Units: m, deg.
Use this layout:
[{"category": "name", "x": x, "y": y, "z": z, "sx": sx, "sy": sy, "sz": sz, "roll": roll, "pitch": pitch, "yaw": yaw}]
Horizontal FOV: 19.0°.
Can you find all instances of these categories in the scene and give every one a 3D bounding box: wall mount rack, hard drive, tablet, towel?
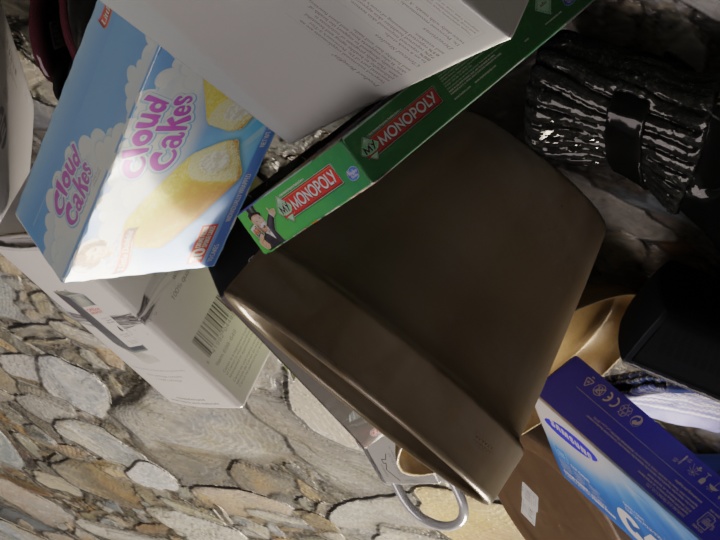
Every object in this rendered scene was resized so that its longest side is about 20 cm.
[{"category": "wall mount rack", "x": 0.018, "y": 0.099, "z": 1.622, "sx": 0.173, "sy": 0.075, "sz": 0.201, "roll": -6, "pitch": 120, "yaw": 43}, {"category": "hard drive", "x": 0.223, "y": 0.043, "z": 1.289, "sx": 0.134, "sy": 0.043, "sz": 0.200, "roll": 23, "pitch": -168, "yaw": 6}, {"category": "tablet", "x": -0.242, "y": -0.113, "z": 1.432, "sx": 0.014, "sy": 0.131, "sz": 0.201, "roll": -1, "pitch": 151, "yaw": 3}, {"category": "towel", "x": 0.236, "y": 0.091, "z": 1.410, "sx": 0.143, "sy": 0.024, "sz": 0.200, "roll": 13, "pitch": 173, "yaw": -8}]

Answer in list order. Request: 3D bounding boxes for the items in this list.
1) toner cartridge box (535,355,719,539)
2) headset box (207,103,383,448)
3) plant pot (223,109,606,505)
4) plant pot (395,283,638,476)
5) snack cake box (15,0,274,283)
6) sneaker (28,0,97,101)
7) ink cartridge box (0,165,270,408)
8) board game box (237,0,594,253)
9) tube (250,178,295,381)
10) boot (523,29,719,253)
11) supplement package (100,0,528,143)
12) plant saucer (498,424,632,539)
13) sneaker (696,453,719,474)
[{"category": "toner cartridge box", "x": 0.192, "y": 0.145, "z": 1.377, "sx": 0.200, "sy": 0.043, "sz": 0.095, "roll": 42, "pitch": 162, "yaw": 45}, {"category": "headset box", "x": 0.000, "y": 0.000, "z": 1.392, "sx": 0.200, "sy": 0.148, "sz": 0.075, "roll": 49, "pitch": -171, "yaw": -40}, {"category": "plant pot", "x": 0.048, "y": 0.009, "z": 1.260, "sx": 0.199, "sy": 0.174, "sz": 0.200, "roll": 38, "pitch": 175, "yaw": 4}, {"category": "plant pot", "x": 0.103, "y": 0.068, "z": 1.429, "sx": 0.028, "sy": 0.199, "sz": 0.200, "roll": 56, "pitch": 163, "yaw": 21}, {"category": "snack cake box", "x": -0.113, "y": -0.090, "z": 1.265, "sx": 0.067, "sy": 0.114, "sz": 0.201, "roll": 52, "pitch": 132, "yaw": 30}, {"category": "sneaker", "x": -0.139, "y": -0.132, "z": 1.312, "sx": 0.075, "sy": 0.116, "sz": 0.200, "roll": -3, "pitch": 143, "yaw": 44}, {"category": "ink cartridge box", "x": -0.138, "y": -0.019, "z": 1.487, "sx": 0.084, "sy": 0.146, "sz": 0.200, "roll": 1, "pitch": 145, "yaw": 43}, {"category": "board game box", "x": 0.035, "y": -0.091, "z": 1.142, "sx": 0.029, "sy": 0.200, "sz": 0.134, "roll": 52, "pitch": 150, "yaw": -5}, {"category": "tube", "x": -0.078, "y": -0.027, "z": 1.454, "sx": 0.052, "sy": 0.058, "sz": 0.201, "roll": 7, "pitch": 128, "yaw": 51}, {"category": "boot", "x": 0.183, "y": -0.052, "z": 1.217, "sx": 0.156, "sy": 0.080, "sz": 0.212, "roll": 10, "pitch": 145, "yaw": 24}, {"category": "supplement package", "x": -0.012, "y": -0.186, "z": 1.057, "sx": 0.151, "sy": 0.152, "sz": 0.199, "roll": 36, "pitch": 152, "yaw": -21}, {"category": "plant saucer", "x": 0.158, "y": 0.180, "z": 1.632, "sx": 0.200, "sy": 0.029, "sz": 0.201, "roll": 46, "pitch": 158, "yaw": 24}, {"category": "sneaker", "x": 0.277, "y": 0.170, "z": 1.548, "sx": 0.070, "sy": 0.078, "sz": 0.200, "roll": 34, "pitch": 153, "yaw": -17}]
